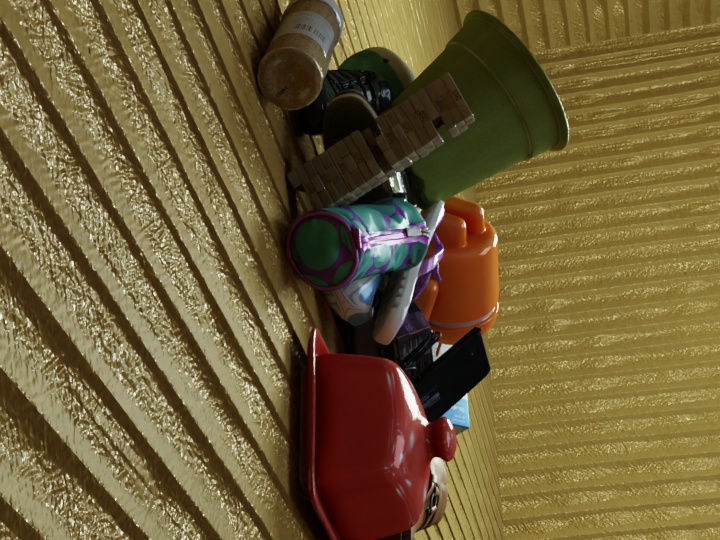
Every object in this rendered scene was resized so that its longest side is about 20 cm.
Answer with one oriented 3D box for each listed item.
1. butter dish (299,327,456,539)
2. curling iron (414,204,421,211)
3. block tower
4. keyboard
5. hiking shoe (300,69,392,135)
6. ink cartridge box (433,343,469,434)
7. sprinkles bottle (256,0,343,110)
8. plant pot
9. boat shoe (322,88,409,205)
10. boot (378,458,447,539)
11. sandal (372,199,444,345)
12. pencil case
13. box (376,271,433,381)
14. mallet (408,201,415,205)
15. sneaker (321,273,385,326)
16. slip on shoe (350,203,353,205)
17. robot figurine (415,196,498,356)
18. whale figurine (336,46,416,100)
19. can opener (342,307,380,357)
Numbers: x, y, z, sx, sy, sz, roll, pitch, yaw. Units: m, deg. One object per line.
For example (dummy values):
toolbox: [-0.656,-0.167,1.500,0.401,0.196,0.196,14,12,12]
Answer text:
butter dish: [0.024,0.177,1.431,0.201,0.146,0.201,69,15,-53]
curling iron: [0.054,-0.082,1.776,0.200,0.025,0.050,-29,118,-69]
block tower: [0.023,-0.127,1.495,0.058,0.199,0.054,61,7,9]
keyboard: [0.067,0.131,1.630,0.021,0.199,0.128,30,-31,41]
hiking shoe: [-0.016,-0.204,1.634,0.200,0.099,0.077,-64,144,-74]
ink cartridge box: [0.079,0.127,1.876,0.067,0.116,0.202,15,58,-31]
sprinkles bottle: [-0.061,-0.232,1.485,0.200,0.067,0.069,-78,158,-63]
plant pot: [0.116,-0.174,1.705,0.201,0.189,0.200,51,-11,14]
boat shoe: [0.008,-0.125,1.590,0.066,0.071,0.202,-84,157,-47]
boot: [0.047,0.280,1.592,0.155,0.076,0.203,30,58,-65]
sandal: [0.065,0.009,1.626,0.083,0.049,0.204,-50,-167,55]
pencil case: [0.001,-0.031,1.490,0.200,0.091,0.086,-16,96,-64]
box: [0.046,0.097,1.732,0.162,0.049,0.201,-121,-163,-47]
mallet: [0.058,-0.063,1.851,0.201,0.065,0.041,-103,169,-61]
sneaker: [0.000,0.000,1.646,0.073,0.071,0.200,64,21,-18]
slip on shoe: [-0.006,-0.106,1.716,0.200,0.075,0.061,-50,139,-68]
robot figurine: [0.115,0.009,1.779,0.144,0.115,0.202,-89,175,-57]
whale figurine: [0.009,-0.187,1.829,0.159,0.103,0.201,48,-33,28]
can opener: [0.021,0.131,1.669,0.053,0.066,0.203,174,-88,-69]
